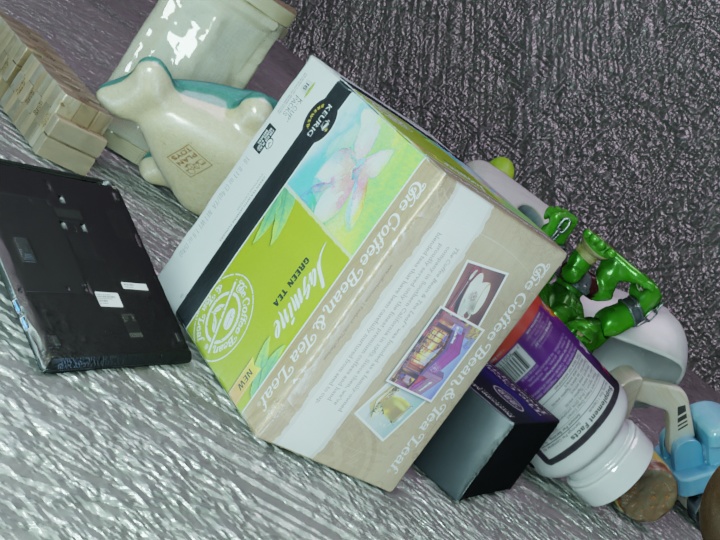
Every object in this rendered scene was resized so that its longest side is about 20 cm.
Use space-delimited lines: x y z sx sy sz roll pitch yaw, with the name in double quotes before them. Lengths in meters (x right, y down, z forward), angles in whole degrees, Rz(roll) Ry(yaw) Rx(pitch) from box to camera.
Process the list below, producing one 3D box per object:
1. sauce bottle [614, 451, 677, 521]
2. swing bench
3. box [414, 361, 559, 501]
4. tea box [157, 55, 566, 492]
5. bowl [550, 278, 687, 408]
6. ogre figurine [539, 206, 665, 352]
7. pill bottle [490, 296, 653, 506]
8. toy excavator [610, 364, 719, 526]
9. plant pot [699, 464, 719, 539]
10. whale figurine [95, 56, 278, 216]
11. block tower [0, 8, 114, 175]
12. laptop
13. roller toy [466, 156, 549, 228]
"sauce bottle" 0.262 0.184 1.373 0.066 0.066 0.200 32 12 -19
"swing bench" -0.165 -0.204 1.318 0.129 0.200 0.200 34 10 -12
"box" 0.045 0.085 1.054 0.200 0.079 0.141 40 13 20
"tea box" -0.006 -0.001 0.898 0.133 0.201 0.197 28 12 -40
"bowl" 0.273 0.077 1.536 0.198 0.075 0.200 19 -21 3
"ogre figurine" 0.224 0.025 1.372 0.098 0.120 0.200 44 10 30
"pill bottle" 0.170 0.114 1.204 0.200 0.111 0.111 46 8 -10
"toy excavator" 0.368 0.183 1.498 0.100 0.192 0.202 -123 -159 -66
"plant pot" 0.402 0.274 1.188 0.186 0.188 0.200 35 24 -5
"whale figurine" -0.139 -0.131 1.193 0.199 0.158 0.105 36 44 -35
"block tower" -0.276 -0.157 1.133 0.058 0.054 0.200 27 14 -47
"laptop" -0.214 -0.013 0.796 0.202 0.103 0.177 64 16 10
"roller toy" 0.138 -0.019 1.568 0.139 0.201 0.183 34 20 -7
